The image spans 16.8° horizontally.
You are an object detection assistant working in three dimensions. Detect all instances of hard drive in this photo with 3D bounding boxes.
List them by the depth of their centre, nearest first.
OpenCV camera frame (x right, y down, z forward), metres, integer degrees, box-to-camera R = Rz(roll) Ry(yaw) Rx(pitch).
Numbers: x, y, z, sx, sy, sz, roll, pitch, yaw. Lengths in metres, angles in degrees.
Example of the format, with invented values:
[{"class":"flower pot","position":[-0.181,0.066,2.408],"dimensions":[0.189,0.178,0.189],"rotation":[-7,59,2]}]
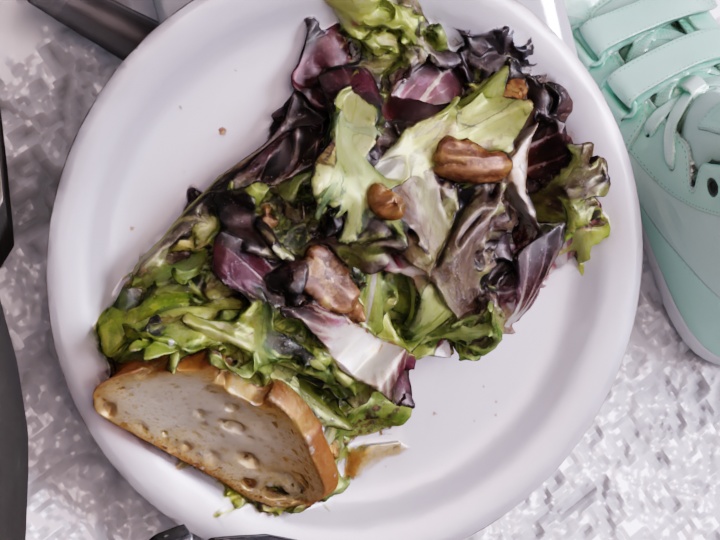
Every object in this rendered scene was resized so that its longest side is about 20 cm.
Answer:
[{"class":"hard drive","position":[0.006,-0.067,0.805],"dimensions":[0.131,0.026,0.202],"rotation":[-18,102,-11]}]

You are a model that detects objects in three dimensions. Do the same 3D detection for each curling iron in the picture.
[{"class":"curling iron","position":[-0.021,-0.059,0.828],"dimensions":[0.199,0.026,0.050],"rotation":[20,83,-16]}]

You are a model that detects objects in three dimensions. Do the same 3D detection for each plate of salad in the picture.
[{"class":"plate of salad","position":[0.000,0.000,0.776],"dimensions":[0.198,0.048,0.202],"rotation":[-2,99,-14]}]

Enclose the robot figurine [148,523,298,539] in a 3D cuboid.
[{"class":"robot figurine","position":[-0.075,0.168,0.760],"dimensions":[0.199,0.058,0.146],"rotation":[-25,91,-20]}]

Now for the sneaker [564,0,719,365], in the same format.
[{"class":"sneaker","position":[0.117,-0.067,0.829],"dimensions":[0.073,0.118,0.202],"rotation":[-29,90,-19]}]

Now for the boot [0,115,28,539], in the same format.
[{"class":"boot","position":[-0.141,0.029,0.750],"dimensions":[0.075,0.074,0.202],"rotation":[-6,68,-8]}]
